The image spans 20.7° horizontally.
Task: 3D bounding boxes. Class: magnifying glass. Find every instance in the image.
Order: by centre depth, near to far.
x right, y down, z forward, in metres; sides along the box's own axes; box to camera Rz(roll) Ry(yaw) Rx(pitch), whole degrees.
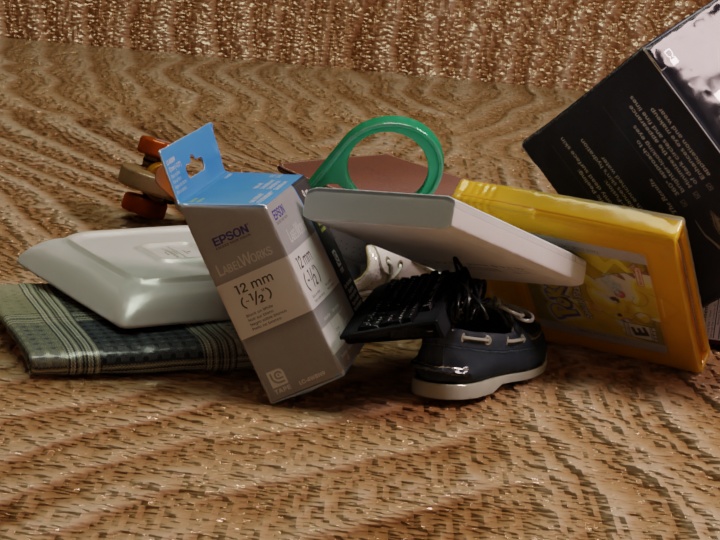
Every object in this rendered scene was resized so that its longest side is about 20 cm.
[{"bbox_3d":[-0.029,-0.057,1.527,0.200,0.080,0.022,-23,25,16],"label":"magnifying glass"}]

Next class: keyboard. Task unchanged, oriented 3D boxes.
[{"bbox_3d":[0.046,0.014,1.465,0.104,0.040,0.200,-5,10,8],"label":"keyboard"}]

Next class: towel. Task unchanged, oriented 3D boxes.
[{"bbox_3d":[-0.184,0.046,1.529,0.192,0.035,0.200,-2,16,-20],"label":"towel"}]

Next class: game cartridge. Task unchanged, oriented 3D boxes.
[{"bbox_3d":[0.174,0.005,1.585,0.200,0.176,0.032,10,56,26],"label":"game cartridge"}]

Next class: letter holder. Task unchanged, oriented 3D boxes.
[{"bbox_3d":[0.020,-0.040,1.841,0.142,0.101,0.200,-5,16,-33],"label":"letter holder"}]

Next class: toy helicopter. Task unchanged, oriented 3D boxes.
[{"bbox_3d":[-0.147,-0.073,1.989,0.200,0.079,0.132,17,4,-6],"label":"toy helicopter"}]

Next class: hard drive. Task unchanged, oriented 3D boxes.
[{"bbox_3d":[0.067,-0.024,1.489,0.132,0.027,0.200,5,-9,35],"label":"hard drive"}]

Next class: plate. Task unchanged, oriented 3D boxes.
[{"bbox_3d":[-0.148,-0.002,1.586,0.200,0.032,0.200,-5,17,-34],"label":"plate"}]

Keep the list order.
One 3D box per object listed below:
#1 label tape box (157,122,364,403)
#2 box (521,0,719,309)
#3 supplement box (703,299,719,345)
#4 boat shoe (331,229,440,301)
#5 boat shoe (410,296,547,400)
[{"bbox_3d":[-0.066,-0.018,1.451,0.066,0.200,0.143,-21,7,13],"label":"label tape box"},{"bbox_3d":[0.267,-0.085,1.578,0.117,0.197,0.200,-35,-1,-32],"label":"box"},{"bbox_3d":[0.367,0.035,1.723,0.200,0.061,0.109,8,12,9],"label":"supplement box"},{"bbox_3d":[0.000,0.000,1.626,0.200,0.071,0.069,24,8,-17],"label":"boat shoe"},{"bbox_3d":[0.094,0.052,1.522,0.075,0.062,0.200,10,13,29],"label":"boat shoe"}]
